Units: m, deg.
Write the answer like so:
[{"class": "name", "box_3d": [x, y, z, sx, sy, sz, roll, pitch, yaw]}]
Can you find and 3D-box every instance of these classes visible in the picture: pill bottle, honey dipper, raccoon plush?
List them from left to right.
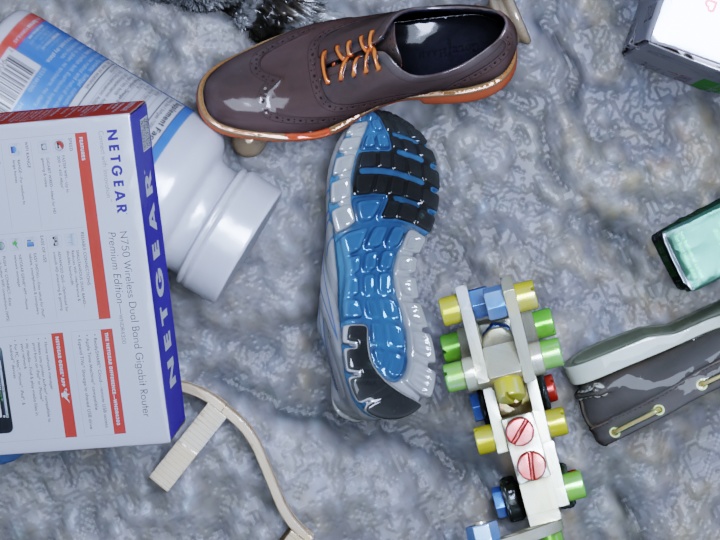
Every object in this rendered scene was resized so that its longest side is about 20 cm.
[{"class": "pill bottle", "box_3d": [-0.154, -0.065, 1.628, 0.199, 0.112, 0.113, 32, 93, -1]}, {"class": "raccoon plush", "box_3d": [-0.092, -0.202, 1.608, 0.199, 0.134, 0.097, 19, 92, 1]}, {"class": "honey dipper", "box_3d": [0.009, -0.121, 1.662, 0.199, 0.038, 0.038, -23, 92, 5]}]

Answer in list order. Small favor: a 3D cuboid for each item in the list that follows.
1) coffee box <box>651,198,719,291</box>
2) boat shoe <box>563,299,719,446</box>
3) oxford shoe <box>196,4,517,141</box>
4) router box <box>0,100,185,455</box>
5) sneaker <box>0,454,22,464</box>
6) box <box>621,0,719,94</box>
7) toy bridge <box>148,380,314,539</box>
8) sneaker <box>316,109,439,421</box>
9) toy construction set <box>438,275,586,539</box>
[{"class": "coffee box", "box_3d": [0.277, -0.049, 1.616, 0.199, 0.123, 0.044, -27, 89, 4]}, {"class": "boat shoe", "box_3d": [0.230, 0.050, 1.647, 0.200, 0.072, 0.061, -20, 96, 9]}, {"class": "oxford shoe", "box_3d": [-0.003, -0.129, 1.595, 0.199, 0.073, 0.072, -14, 77, -3]}, {"class": "router box", "box_3d": [-0.205, 0.008, 1.568, 0.178, 0.049, 0.201, -4, 102, 8]}, {"class": "sneaker", "box_3d": [-0.267, 0.033, 1.659, 0.078, 0.066, 0.201, -37, 82, 31]}, {"class": "box", "box_3d": [0.229, -0.198, 1.570, 0.096, 0.200, 0.177, 18, 92, 0]}, {"class": "toy bridge", "box_3d": [-0.108, 0.109, 1.676, 0.200, 0.027, 0.067, 39, 92, -1]}, {"class": "sneaker", "box_3d": [0.000, 0.000, 1.647, 0.075, 0.087, 0.201, 9, 73, -21]}, {"class": "toy construction set", "box_3d": [0.094, 0.105, 1.618, 0.092, 0.131, 0.201, 0, 88, 3]}]
